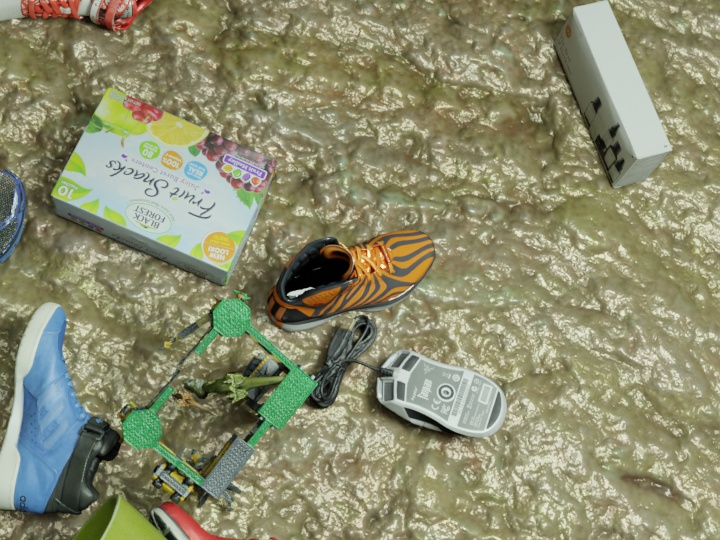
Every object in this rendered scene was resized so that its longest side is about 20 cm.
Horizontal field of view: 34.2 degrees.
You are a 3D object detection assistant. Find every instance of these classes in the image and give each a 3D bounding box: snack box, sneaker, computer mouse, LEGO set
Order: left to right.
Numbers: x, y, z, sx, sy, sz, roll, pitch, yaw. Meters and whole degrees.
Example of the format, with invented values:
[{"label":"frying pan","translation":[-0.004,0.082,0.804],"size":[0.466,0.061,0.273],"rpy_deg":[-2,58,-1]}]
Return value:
[{"label":"sneaker","translation":[-0.403,-0.021,1.167],"size":[0.075,0.079,0.201],"rpy_deg":[30,67,1]},{"label":"sneaker","translation":[-0.320,-0.305,1.296],"size":[0.201,0.067,0.108],"rpy_deg":[-33,76,-23]},{"label":"sneaker","translation":[-0.279,0.135,1.130],"size":[0.110,0.077,0.202],"rpy_deg":[8,72,-1]},{"label":"snack box","translation":[-0.206,-0.089,1.244],"size":[0.199,0.053,0.143],"rpy_deg":[23,68,-2]},{"label":"LEGO set","translation":[-0.140,0.125,1.142],"size":[0.153,0.116,0.201],"rpy_deg":[33,82,-10]},{"label":"sneaker","translation":[-0.115,0.283,1.120],"size":[0.200,0.077,0.085],"rpy_deg":[40,56,-2]},{"label":"sneaker","translation":[0.000,0.000,1.218],"size":[0.199,0.112,0.078],"rpy_deg":[-26,76,-19]},{"label":"computer mouse","translation":[0.054,0.125,1.221],"size":[0.199,0.044,0.110],"rpy_deg":[22,62,4]}]

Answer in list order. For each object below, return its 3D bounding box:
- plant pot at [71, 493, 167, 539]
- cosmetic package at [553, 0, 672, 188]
[{"label":"plant pot","translation":[-0.188,0.332,1.036],"size":[0.199,0.187,0.188],"rpy_deg":[37,66,-11]},{"label":"cosmetic package","translation":[0.291,-0.206,1.369],"size":[0.050,0.083,0.201],"rpy_deg":[-14,72,-16]}]
